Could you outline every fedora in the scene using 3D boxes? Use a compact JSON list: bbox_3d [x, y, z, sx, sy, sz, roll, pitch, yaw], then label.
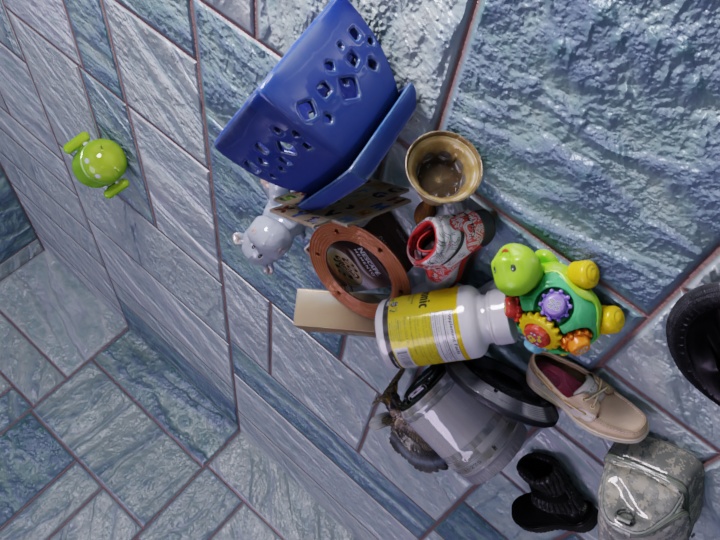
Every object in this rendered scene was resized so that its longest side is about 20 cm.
[{"bbox_3d":[0.430,0.071,0.702,0.200,0.092,0.201,33,149,23],"label":"fedora"}]

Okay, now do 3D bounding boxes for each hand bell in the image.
[{"bbox_3d":[0.101,-0.106,0.955,0.104,0.104,0.200,42,164,8],"label":"hand bell"}]

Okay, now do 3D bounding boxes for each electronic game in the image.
[{"bbox_3d":[0.228,0.191,1.071,0.199,0.042,0.200,24,-168,-5],"label":"electronic game"}]

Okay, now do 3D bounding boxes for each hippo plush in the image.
[{"bbox_3d":[-0.166,-0.096,1.225,0.160,0.161,0.200,51,151,-10],"label":"hippo plush"}]

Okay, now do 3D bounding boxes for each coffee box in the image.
[{"bbox_3d":[-0.001,-0.030,1.171,0.113,0.080,0.199,54,151,-14],"label":"coffee box"}]

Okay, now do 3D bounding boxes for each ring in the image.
[{"bbox_3d":[0.000,0.000,1.094,0.199,0.019,0.202,24,139,22],"label":"ring"}]

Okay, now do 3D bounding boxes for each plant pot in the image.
[{"bbox_3d":[-0.052,-0.205,0.891,0.180,0.201,0.200,41,153,-16],"label":"plant pot"}]

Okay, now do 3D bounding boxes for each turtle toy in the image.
[{"bbox_3d":[0.251,0.042,0.898,0.201,0.101,0.145,55,151,-16],"label":"turtle toy"}]

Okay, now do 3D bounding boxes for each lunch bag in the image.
[{"bbox_3d":[0.430,0.375,1.013,0.139,0.168,0.201,21,143,38],"label":"lunch bag"}]

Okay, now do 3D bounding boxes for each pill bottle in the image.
[{"bbox_3d":[0.131,0.083,1.004,0.198,0.112,0.112,-11,125,21],"label":"pill bottle"}]

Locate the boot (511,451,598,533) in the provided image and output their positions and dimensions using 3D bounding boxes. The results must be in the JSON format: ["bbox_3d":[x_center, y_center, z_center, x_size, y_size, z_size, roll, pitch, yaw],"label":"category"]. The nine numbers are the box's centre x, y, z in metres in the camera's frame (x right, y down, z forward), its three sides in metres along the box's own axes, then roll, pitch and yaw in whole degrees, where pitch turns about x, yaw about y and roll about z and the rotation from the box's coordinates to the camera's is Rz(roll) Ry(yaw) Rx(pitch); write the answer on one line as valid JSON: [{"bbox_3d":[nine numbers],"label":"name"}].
[{"bbox_3d":[0.344,0.432,1.292,0.158,0.080,0.211,46,142,-14],"label":"boot"}]

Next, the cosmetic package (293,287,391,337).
[{"bbox_3d":[-0.014,0.081,1.218,0.198,0.072,0.105,3,169,14],"label":"cosmetic package"}]

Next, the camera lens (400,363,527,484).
[{"bbox_3d":[0.185,0.268,1.217,0.200,0.160,0.160,45,152,1],"label":"camera lens"}]

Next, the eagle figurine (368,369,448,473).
[{"bbox_3d":[0.121,0.313,1.356,0.200,0.152,0.151,41,170,6],"label":"eagle figurine"}]

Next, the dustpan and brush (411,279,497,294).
[{"bbox_3d":[0.173,0.053,1.082,0.139,0.057,0.200,39,159,-10],"label":"dustpan and brush"}]

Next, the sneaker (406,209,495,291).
[{"bbox_3d":[0.109,-0.022,0.984,0.202,0.107,0.068,123,133,-57],"label":"sneaker"}]

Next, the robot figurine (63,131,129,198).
[{"bbox_3d":[-0.688,-0.282,1.743,0.199,0.116,0.176,-2,129,53],"label":"robot figurine"}]

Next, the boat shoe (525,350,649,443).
[{"bbox_3d":[0.337,0.187,0.997,0.199,0.074,0.069,27,153,33],"label":"boat shoe"}]

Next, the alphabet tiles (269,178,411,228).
[{"bbox_3d":[-0.029,-0.106,0.991,0.166,0.199,0.006,22,125,41],"label":"alphabet tiles"}]
